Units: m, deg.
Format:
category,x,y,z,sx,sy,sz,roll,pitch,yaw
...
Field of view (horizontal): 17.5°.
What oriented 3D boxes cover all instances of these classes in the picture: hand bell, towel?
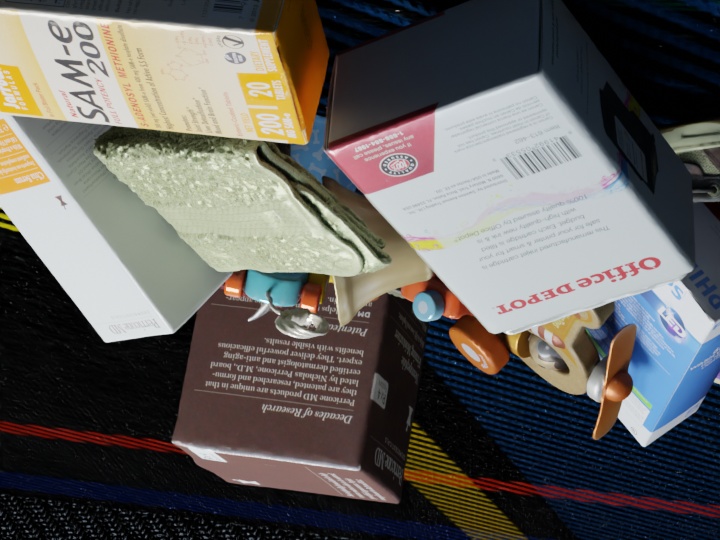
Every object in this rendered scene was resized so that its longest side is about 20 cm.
category,x,y,z,sx,sy,sz,roll,pitch,yaw
hand bell,0.078,-0.024,1.603,0.200,0.104,0.104,-6,165,0
towel,-0.082,-0.046,1.526,0.148,0.036,0.200,43,159,-30

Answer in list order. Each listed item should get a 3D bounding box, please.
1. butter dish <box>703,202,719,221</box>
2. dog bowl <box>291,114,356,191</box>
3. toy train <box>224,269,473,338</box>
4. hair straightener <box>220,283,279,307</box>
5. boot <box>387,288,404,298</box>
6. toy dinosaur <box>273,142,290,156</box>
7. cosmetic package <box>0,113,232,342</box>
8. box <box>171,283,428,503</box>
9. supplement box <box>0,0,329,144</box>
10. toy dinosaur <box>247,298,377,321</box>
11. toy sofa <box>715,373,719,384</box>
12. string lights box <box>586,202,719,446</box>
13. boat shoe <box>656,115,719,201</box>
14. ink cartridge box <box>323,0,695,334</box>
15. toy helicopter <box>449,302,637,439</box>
category,x,y,z,sx,sy,sz,roll,pitch,yaw
butter dish,0.340,0.028,1.645,0.200,0.148,0.199,5,164,19
dog bowl,-0.093,-0.084,1.685,0.200,0.050,0.111,12,165,-9
toy train,0.000,0.000,1.705,0.200,0.056,0.150,-5,-157,-43
hair straightener,-0.133,-0.038,1.755,0.200,0.041,0.077,22,124,-12
boot,0.118,-0.018,1.766,0.182,0.073,0.200,2,176,-24
toy dinosaur,-0.093,-0.113,1.527,0.102,0.077,0.200,3,169,-3
cosmetic package,-0.191,-0.049,1.640,0.101,0.071,0.200,-10,121,54
box,-0.044,0.077,1.972,0.164,0.200,0.166,6,167,14
supplement box,-0.129,-0.143,1.391,0.200,0.074,0.126,6,153,12
toy dinosaur,-0.070,-0.022,1.810,0.181,0.105,0.200,3,162,8
toy sofa,0.269,0.037,1.853,0.200,0.083,0.098,19,164,-31
string lights box,0.210,0.032,1.644,0.059,0.103,0.200,-31,161,-23
boat shoe,0.156,-0.051,1.513,0.201,0.066,0.072,-14,175,12
ink cartridge box,0.093,-0.063,1.401,0.146,0.083,0.200,-19,136,26
toy helicopter,0.143,0.045,1.610,0.132,0.079,0.200,44,165,6
